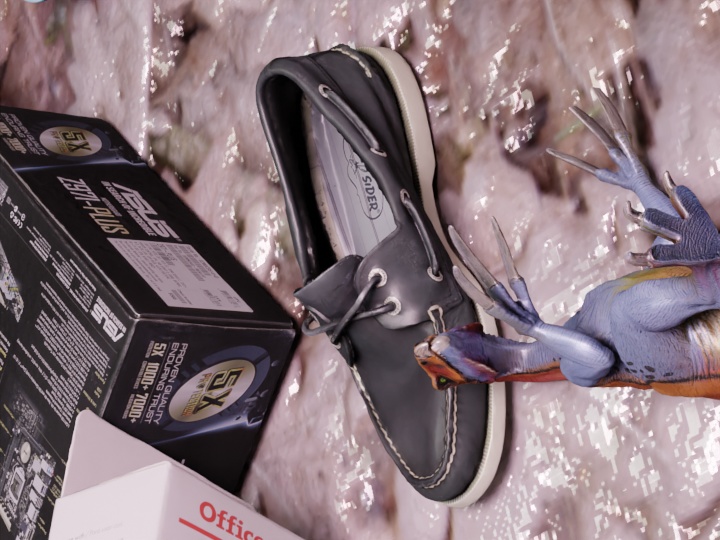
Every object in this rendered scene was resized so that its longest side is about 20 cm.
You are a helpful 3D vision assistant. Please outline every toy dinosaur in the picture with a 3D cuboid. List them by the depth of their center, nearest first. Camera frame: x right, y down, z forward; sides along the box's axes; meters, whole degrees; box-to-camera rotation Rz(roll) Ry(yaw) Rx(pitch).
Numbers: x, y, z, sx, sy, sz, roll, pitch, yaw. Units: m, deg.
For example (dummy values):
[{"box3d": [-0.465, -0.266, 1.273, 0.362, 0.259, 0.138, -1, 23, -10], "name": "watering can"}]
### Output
[{"box3d": [0.091, 0.028, 0.871, 0.200, 0.105, 0.182, 61, 152, 19], "name": "toy dinosaur"}]

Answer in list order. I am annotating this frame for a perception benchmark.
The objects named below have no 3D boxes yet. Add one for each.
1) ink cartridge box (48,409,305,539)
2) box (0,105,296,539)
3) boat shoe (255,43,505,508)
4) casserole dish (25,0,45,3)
[{"box3d": [-0.067, 0.155, 0.992, 0.068, 0.116, 0.200, -21, 50, 36], "name": "ink cartridge box"}, {"box3d": [-0.135, 0.042, 1.143, 0.200, 0.086, 0.164, 44, 120, 45], "name": "box"}, {"box3d": [0.001, -0.001, 0.994, 0.074, 0.066, 0.200, -30, 63, 45], "name": "boat shoe"}, {"box3d": [-0.154, -0.215, 1.234, 0.121, 0.039, 0.200, -59, 46, 29], "name": "casserole dish"}]
